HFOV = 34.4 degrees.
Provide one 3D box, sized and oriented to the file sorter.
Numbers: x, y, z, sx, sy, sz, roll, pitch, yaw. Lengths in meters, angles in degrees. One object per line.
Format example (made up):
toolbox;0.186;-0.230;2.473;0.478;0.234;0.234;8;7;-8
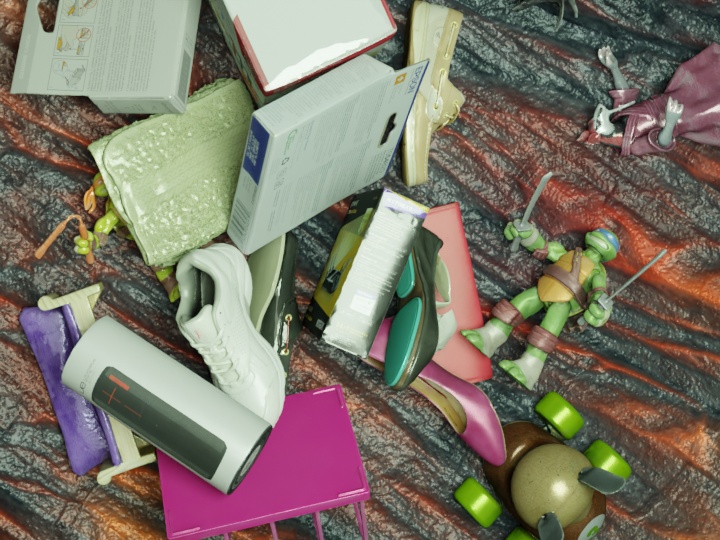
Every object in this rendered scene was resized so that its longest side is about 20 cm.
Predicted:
file sorter;-0.098;0.230;1.203;0.198;0.140;0.126;-12;136;-7

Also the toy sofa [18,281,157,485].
toy sofa;-0.285;0.118;1.211;0.097;0.083;0.202;-18;95;-9

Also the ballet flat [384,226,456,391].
ballet flat;0.067;0.038;1.218;0.068;0.068;0.202;18;56;-22

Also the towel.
towel;-0.170;-0.104;1.207;0.199;0.036;0.149;-33;100;-33

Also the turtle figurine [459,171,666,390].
turtle figurine;0.194;0.014;1.234;0.144;0.200;0.194;39;89;4

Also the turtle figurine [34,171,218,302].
turtle figurine;-0.234;-0.045;1.220;0.161;0.064;0.200;47;65;-16

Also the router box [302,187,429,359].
router box;0.000;0.000;1.191;0.052;0.200;0.159;23;88;-8

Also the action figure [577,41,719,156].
action figure;0.339;-0.174;1.308;0.198;0.135;0.149;-19;137;5

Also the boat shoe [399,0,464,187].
boat shoe;0.080;-0.190;1.261;0.068;0.074;0.202;4;91;-4

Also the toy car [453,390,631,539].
toy car;0.214;0.241;1.232;0.158;0.200;0.164;45;86;-7

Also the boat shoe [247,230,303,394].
boat shoe;-0.097;0.053;1.248;0.063;0.073;0.204;13;85;-31

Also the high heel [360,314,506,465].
high heel;0.073;0.135;1.238;0.095;0.067;0.201;-28;84;-28

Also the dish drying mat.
dish drying mat;0.094;0.030;1.299;0.076;0.018;0.202;-13;93;-7

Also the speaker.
speaker;-0.187;0.128;1.123;0.199;0.081;0.082;33;87;7

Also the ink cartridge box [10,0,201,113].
ink cartridge box;-0.254;-0.262;1.198;0.174;0.045;0.202;3;74;12

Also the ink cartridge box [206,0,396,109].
ink cartridge box;-0.067;-0.261;1.174;0.144;0.200;0.146;-26;94;-5

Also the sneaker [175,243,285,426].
sneaker;-0.142;0.071;1.160;0.077;0.099;0.202;-25;81;22

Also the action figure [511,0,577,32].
action figure;0.186;-0.362;1.260;0.118;0.102;0.201;-36;95;-18

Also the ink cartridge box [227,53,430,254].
ink cartridge box;-0.036;-0.124;1.171;0.199;0.200;0.041;-31;69;-30
